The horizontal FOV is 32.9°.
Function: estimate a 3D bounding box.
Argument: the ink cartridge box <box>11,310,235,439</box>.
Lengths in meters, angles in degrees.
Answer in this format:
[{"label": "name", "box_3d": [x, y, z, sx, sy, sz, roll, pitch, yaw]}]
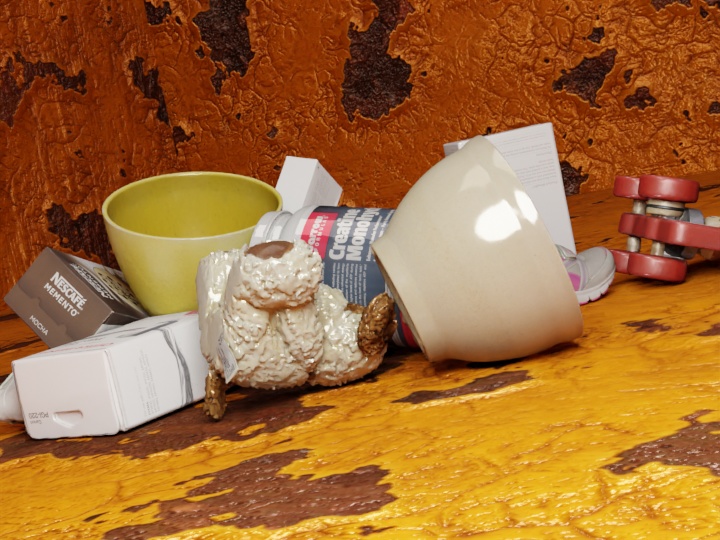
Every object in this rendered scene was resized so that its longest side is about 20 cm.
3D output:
[{"label": "ink cartridge box", "box_3d": [-0.226, 0.100, 1.230, 0.145, 0.085, 0.200, -9, 7, 36]}]

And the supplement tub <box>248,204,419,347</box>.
[{"label": "supplement tub", "box_3d": [-0.004, 0.005, 1.258, 0.199, 0.141, 0.140, 3, 9, 18]}]

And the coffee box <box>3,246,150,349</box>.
[{"label": "coffee box", "box_3d": [-0.300, 0.052, 1.389, 0.080, 0.113, 0.200, -49, -15, 3]}]

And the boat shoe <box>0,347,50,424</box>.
[{"label": "boat shoe", "box_3d": [-0.351, 0.128, 1.329, 0.065, 0.072, 0.200, -12, 10, 1]}]

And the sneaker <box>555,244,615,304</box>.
[{"label": "sneaker", "box_3d": [0.198, -0.004, 1.334, 0.199, 0.089, 0.081, -15, 11, -30]}]

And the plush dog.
[{"label": "plush dog", "box_3d": [-0.055, 0.061, 1.118, 0.171, 0.162, 0.200, 7, -7, -23]}]

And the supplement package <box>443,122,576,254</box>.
[{"label": "supplement package", "box_3d": [0.185, -0.070, 1.502, 0.120, 0.201, 0.120, -12, 5, -4]}]

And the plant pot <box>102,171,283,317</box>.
[{"label": "plant pot", "box_3d": [-0.186, -0.010, 1.374, 0.198, 0.143, 0.200, 1, 25, 0]}]

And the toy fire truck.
[{"label": "toy fire truck", "box_3d": [0.376, -0.043, 1.377, 0.167, 0.113, 0.200, 6, 4, -8]}]

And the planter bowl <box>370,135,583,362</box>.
[{"label": "planter bowl", "box_3d": [0.092, 0.000, 1.084, 0.134, 0.201, 0.200, -27, 6, -3]}]

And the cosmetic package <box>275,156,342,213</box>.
[{"label": "cosmetic package", "box_3d": [-0.087, -0.031, 1.486, 0.050, 0.201, 0.083, 10, -19, 25]}]
